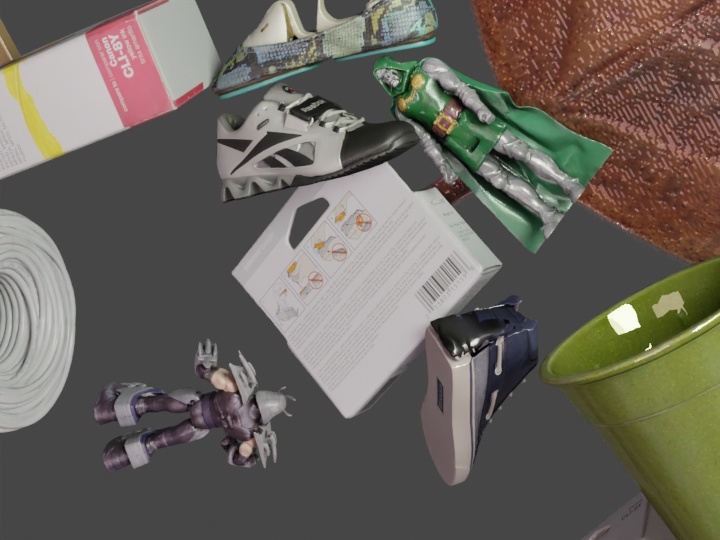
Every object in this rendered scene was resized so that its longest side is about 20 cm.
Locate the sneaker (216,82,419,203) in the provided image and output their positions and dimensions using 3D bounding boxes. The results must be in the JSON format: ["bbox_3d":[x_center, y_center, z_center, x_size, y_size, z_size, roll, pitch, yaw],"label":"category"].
[{"bbox_3d":[-0.046,-0.115,1.102,0.198,0.074,0.090,-8,96,32],"label":"sneaker"}]

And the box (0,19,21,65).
[{"bbox_3d":[-0.390,-0.198,1.213,0.162,0.021,0.202,-21,105,25],"label":"box"}]

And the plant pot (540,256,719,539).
[{"bbox_3d":[0.268,0.115,1.017,0.198,0.200,0.192,-27,95,26],"label":"plant pot"}]

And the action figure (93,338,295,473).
[{"bbox_3d":[-0.153,0.133,1.258,0.197,0.069,0.132,-10,102,17],"label":"action figure"}]

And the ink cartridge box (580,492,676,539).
[{"bbox_3d":[0.274,0.318,1.180,0.200,0.084,0.145,43,118,-3],"label":"ink cartridge box"}]

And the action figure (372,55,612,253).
[{"bbox_3d":[0.091,-0.110,1.083,0.199,0.055,0.119,37,121,4],"label":"action figure"}]

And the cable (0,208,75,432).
[{"bbox_3d":[-0.337,0.044,1.201,0.068,0.199,0.204,-2,95,24],"label":"cable"}]

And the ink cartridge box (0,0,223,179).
[{"bbox_3d":[-0.230,-0.152,1.100,0.197,0.145,0.084,-19,105,17],"label":"ink cartridge box"}]

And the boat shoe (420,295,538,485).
[{"bbox_3d":[0.108,0.107,1.158,0.092,0.075,0.202,-20,142,-16],"label":"boat shoe"}]

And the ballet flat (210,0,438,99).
[{"bbox_3d":[-0.036,-0.195,1.079,0.197,0.074,0.075,-14,108,13],"label":"ballet flat"}]

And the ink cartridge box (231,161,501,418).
[{"bbox_3d":[0.000,0.000,1.164,0.174,0.043,0.200,50,120,15],"label":"ink cartridge box"}]
